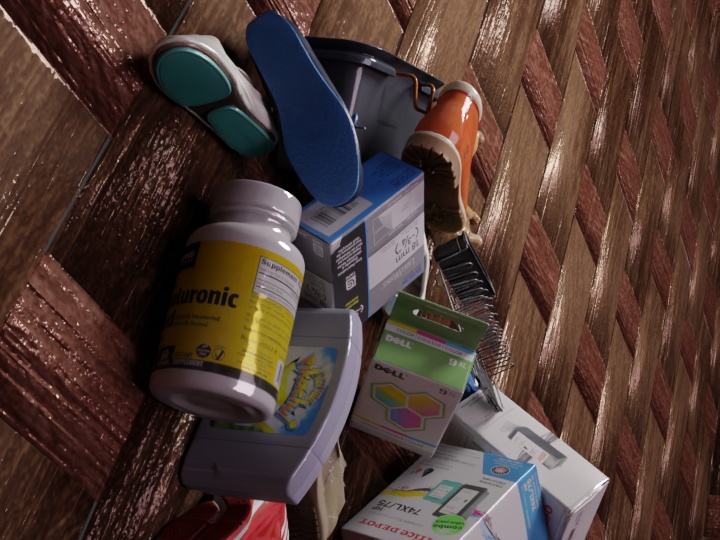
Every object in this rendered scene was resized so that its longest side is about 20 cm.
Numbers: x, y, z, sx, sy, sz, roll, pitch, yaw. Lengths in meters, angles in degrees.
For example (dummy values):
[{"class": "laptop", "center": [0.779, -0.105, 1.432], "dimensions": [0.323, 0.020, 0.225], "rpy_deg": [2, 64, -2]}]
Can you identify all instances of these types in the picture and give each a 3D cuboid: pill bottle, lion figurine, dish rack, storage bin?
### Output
[{"class": "pill bottle", "center": [-0.111, 0.026, 1.006], "dimensions": [0.111, 0.111, 0.200], "rpy_deg": [44, 51, -53]}, {"class": "lion figurine", "center": [0.121, -0.113, 1.471], "dimensions": [0.122, 0.072, 0.200], "rpy_deg": [16, 69, -72]}, {"class": "dish rack", "center": [0.145, 0.069, 1.384], "dimensions": [0.153, 0.055, 0.200], "rpy_deg": [51, 21, -59]}, {"class": "storage bin", "center": [-0.001, -0.156, 1.202], "dimensions": [0.200, 0.145, 0.134], "rpy_deg": [8, 92, -61]}]

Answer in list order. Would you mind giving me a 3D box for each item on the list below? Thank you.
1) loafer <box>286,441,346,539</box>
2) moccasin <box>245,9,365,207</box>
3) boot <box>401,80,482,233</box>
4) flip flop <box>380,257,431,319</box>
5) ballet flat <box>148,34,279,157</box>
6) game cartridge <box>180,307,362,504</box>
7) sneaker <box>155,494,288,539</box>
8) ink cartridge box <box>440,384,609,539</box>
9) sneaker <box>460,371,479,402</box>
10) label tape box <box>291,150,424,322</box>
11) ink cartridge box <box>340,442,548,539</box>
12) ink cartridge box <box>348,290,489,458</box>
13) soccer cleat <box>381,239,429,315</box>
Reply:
[{"class": "loafer", "center": [-0.055, 0.184, 1.152], "dimensions": [0.068, 0.076, 0.200], "rpy_deg": [-35, 129, -58]}, {"class": "moccasin", "center": [-0.042, -0.156, 1.086], "dimensions": [0.068, 0.080, 0.200], "rpy_deg": [8, 62, -77]}, {"class": "boot", "center": [0.093, -0.115, 1.208], "dimensions": [0.200, 0.075, 0.107], "rpy_deg": [89, 24, -64]}, {"class": "flip flop", "center": [0.061, -0.025, 1.380], "dimensions": [0.081, 0.058, 0.200], "rpy_deg": [57, 42, -45]}, {"class": "ballet flat", "center": [-0.133, -0.172, 1.029], "dimensions": [0.200, 0.069, 0.069], "rpy_deg": [45, 51, -60]}, {"class": "game cartridge", "center": [-0.073, 0.117, 1.050], "dimensions": [0.040, 0.133, 0.200], "rpy_deg": [65, 36, -47]}, {"class": "sneaker", "center": [-0.113, 0.262, 1.032], "dimensions": [0.200, 0.078, 0.116], "rpy_deg": [-41, 123, -53]}, {"class": "ink cartridge box", "center": [0.196, 0.261, 1.421], "dimensions": [0.085, 0.200, 0.146], "rpy_deg": [-29, 144, -33]}, {"class": "sneaker", "center": [0.104, 0.126, 1.438], "dimensions": [0.200, 0.078, 0.066], "rpy_deg": [35, 61, -55]}, {"class": "label tape box", "center": [0.000, 0.000, 1.162], "dimensions": [0.144, 0.063, 0.200], "rpy_deg": [-39, 143, -33]}, {"class": "ink cartridge box", "center": [0.102, 0.321, 1.316], "dimensions": [0.200, 0.147, 0.146], "rpy_deg": [-33, 120, -44]}, {"class": "ink cartridge box", "center": [0.060, 0.117, 1.233], "dimensions": [0.200, 0.104, 0.059], "rpy_deg": [108, 4, -51]}, {"class": "soccer cleat", "center": [0.047, -0.044, 1.303], "dimensions": [0.069, 0.078, 0.200], "rpy_deg": [-2, 78, -18]}]
